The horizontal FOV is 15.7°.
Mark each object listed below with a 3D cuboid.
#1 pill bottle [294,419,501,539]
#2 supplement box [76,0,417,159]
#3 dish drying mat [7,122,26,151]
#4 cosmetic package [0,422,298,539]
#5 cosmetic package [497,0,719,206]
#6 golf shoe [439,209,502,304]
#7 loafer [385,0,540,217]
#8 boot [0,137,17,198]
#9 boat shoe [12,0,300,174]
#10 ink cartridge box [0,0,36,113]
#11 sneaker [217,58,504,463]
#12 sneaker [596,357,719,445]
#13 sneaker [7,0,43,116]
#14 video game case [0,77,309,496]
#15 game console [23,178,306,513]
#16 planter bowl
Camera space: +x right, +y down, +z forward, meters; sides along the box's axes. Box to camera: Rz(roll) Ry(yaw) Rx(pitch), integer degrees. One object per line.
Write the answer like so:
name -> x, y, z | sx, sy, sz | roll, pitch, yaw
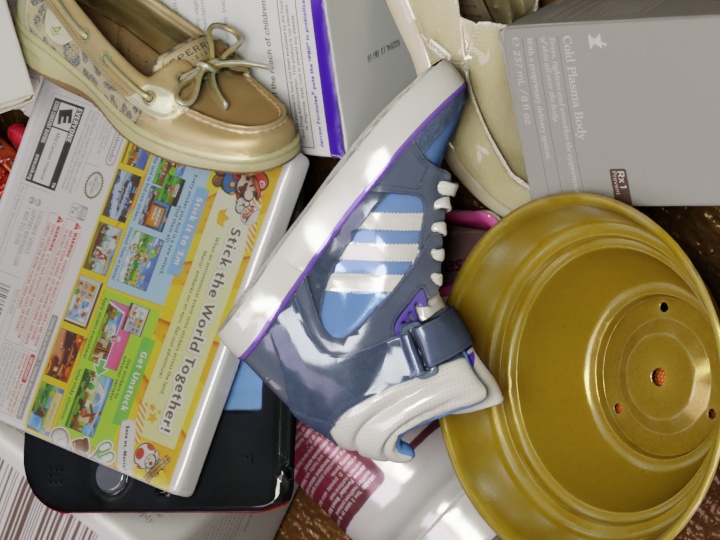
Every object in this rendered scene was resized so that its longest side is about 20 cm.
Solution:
pill bottle -> 0.007, 0.096, 1.565 | 0.200, 0.109, 0.110 | 45, 130, 9
supplement box -> -0.069, -0.134, 1.512 | 0.199, 0.101, 0.104 | 6, 114, 33
dish drying mat -> -0.144, -0.018, 1.650 | 0.200, 0.018, 0.077 | 42, 169, 12
cosmetic package -> -0.157, 0.144, 1.645 | 0.164, 0.200, 0.166 | 36, 128, 16
cosmetic package -> 0.183, -0.093, 1.363 | 0.199, 0.090, 0.108 | 0, 109, 39
golf shoe -> 0.000, 0.000, 1.484 | 0.198, 0.092, 0.076 | -14, 76, 2
loafer -> 0.071, -0.118, 1.437 | 0.068, 0.076, 0.201 | -23, 97, 46
boot -> -0.218, -0.034, 1.631 | 0.200, 0.075, 0.108 | 34, 160, 42
boat shoe -> -0.116, -0.116, 1.440 | 0.199, 0.073, 0.063 | 28, 127, 24
ink cartridge box -> -0.276, -0.147, 1.521 | 0.200, 0.087, 0.146 | -5, 103, 66
sneaker -> 0.034, 0.005, 1.403 | 0.146, 0.081, 0.200 | 38, 88, -4
sneaker -> 0.174, 0.074, 1.475 | 0.199, 0.073, 0.078 | -23, 76, 36
sneaker -> -0.190, -0.109, 1.612 | 0.075, 0.100, 0.200 | -38, 89, 39
video game case -> -0.138, 0.005, 1.479 | 0.181, 0.023, 0.201 | 19, 89, 29
game console -> -0.113, 0.038, 1.485 | 0.176, 0.031, 0.202 | -4, 79, 32
planter bowl -> 0.139, 0.059, 1.400 | 0.199, 0.083, 0.202 | 1, 91, 44
